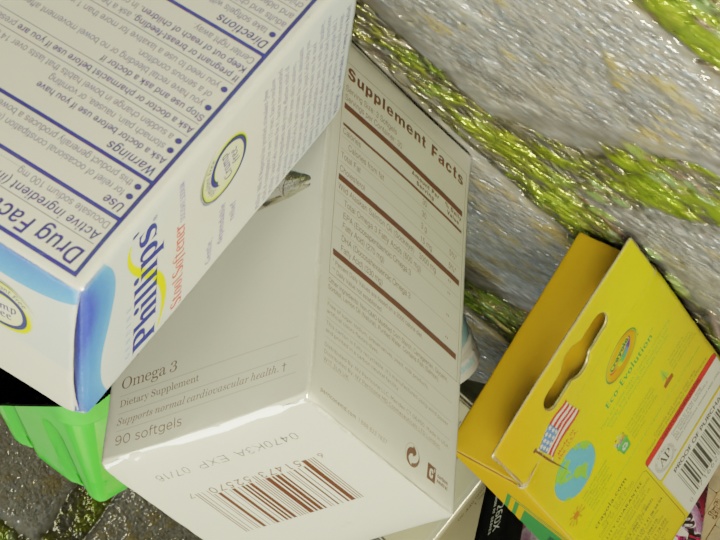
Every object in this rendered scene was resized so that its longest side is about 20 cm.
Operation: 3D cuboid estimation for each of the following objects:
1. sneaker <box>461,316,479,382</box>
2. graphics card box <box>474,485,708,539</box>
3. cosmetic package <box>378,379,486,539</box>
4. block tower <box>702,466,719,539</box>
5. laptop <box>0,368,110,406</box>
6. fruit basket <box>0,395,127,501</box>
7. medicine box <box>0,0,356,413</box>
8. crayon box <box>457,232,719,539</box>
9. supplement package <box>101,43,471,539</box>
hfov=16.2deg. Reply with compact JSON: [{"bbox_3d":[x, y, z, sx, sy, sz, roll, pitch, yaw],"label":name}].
[{"bbox_3d":[0.000,0.000,1.518,0.200,0.074,0.082,26,142,49],"label":"sneaker"},{"bbox_3d":[0.128,0.139,1.399,0.125,0.201,0.051,37,133,-19],"label":"graphics card box"},{"bbox_3d":[0.074,0.132,1.612,0.073,0.104,0.200,41,-170,22],"label":"cosmetic package"},{"bbox_3d":[0.171,0.117,1.528,0.200,0.054,0.058,36,170,-16],"label":"block tower"},{"bbox_3d":[-0.180,0.013,1.278,0.104,0.200,0.177,55,-164,15],"label":"laptop"},{"bbox_3d":[-0.119,0.005,1.439,0.155,0.216,0.216,30,171,41],"label":"fruit basket"},{"bbox_3d":[-0.130,-0.077,1.053,0.182,0.200,0.103,31,151,14],"label":"medicine box"},{"bbox_3d":[0.117,0.069,1.247,0.051,0.127,0.200,26,167,34],"label":"crayon box"},{"bbox_3d":[-0.030,0.015,1.155,0.116,0.201,0.117,-20,138,30],"label":"supplement package"}]
